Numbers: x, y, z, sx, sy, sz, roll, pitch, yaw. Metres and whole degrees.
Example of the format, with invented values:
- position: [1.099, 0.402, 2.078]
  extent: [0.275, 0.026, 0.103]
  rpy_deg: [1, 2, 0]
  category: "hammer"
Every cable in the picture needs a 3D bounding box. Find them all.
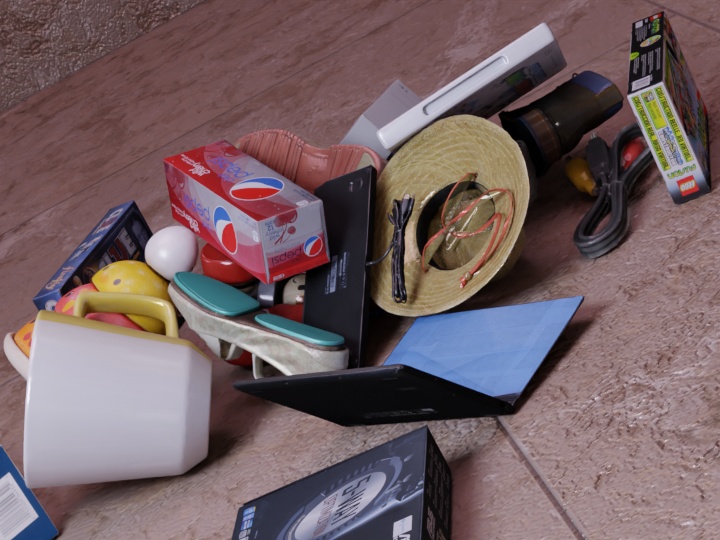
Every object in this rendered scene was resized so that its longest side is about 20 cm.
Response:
- position: [0.231, -0.070, 1.700]
  extent: [0.097, 0.051, 0.201]
  rpy_deg: [-19, 32, 14]
  category: "cable"

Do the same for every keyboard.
- position: [0.000, 0.000, 1.676]
  extent: [0.127, 0.021, 0.201]
  rpy_deg: [-18, 59, 39]
  category: "keyboard"

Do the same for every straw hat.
- position: [0.096, -0.032, 1.674]
  extent: [0.200, 0.085, 0.202]
  rpy_deg: [-25, 53, 37]
  category: "straw hat"

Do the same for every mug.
- position: [-0.203, 0.096, 1.628]
  extent: [0.152, 0.188, 0.150]
  rpy_deg: [4, -15, -4]
  category: "mug"

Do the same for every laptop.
- position: [0.039, 0.057, 1.494]
  extent: [0.186, 0.199, 0.117]
  rpy_deg: [-9, 67, 44]
  category: "laptop"

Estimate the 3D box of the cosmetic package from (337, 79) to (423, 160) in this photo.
- position: [-0.010, -0.102, 1.942]
  extent: [0.200, 0.051, 0.083]
  rpy_deg: [-50, 1, 43]
  category: "cosmetic package"

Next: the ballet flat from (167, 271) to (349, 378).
- position: [-0.098, 0.060, 1.658]
  extent: [0.199, 0.063, 0.067]
  rpy_deg: [23, 18, 34]
  category: "ballet flat"

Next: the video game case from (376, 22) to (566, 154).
- position: [0.109, -0.162, 1.789]
  extent: [0.181, 0.024, 0.200]
  rpy_deg: [-33, -6, 7]
  category: "video game case"

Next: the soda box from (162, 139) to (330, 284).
- position: [-0.106, -0.056, 1.732]
  extent: [0.070, 0.064, 0.200]
  rpy_deg: [-20, 28, -24]
  category: "soda box"

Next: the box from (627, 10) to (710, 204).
- position: [0.277, -0.150, 1.708]
  extent: [0.035, 0.111, 0.200]
  rpy_deg: [-21, 20, 18]
  category: "box"

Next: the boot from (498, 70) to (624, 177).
- position: [0.195, -0.143, 1.846]
  extent: [0.096, 0.075, 0.200]
  rpy_deg: [-29, 7, -2]
  category: "boot"

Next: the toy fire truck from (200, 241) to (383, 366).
- position: [-0.051, 0.007, 1.788]
  extent: [0.167, 0.113, 0.200]
  rpy_deg: [-3, 26, 13]
  category: "toy fire truck"

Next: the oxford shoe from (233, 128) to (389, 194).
- position: [-0.043, -0.087, 1.813]
  extent: [0.199, 0.074, 0.071]
  rpy_deg: [15, 85, 39]
  category: "oxford shoe"

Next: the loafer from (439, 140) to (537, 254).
- position: [0.076, -0.062, 1.771]
  extent: [0.199, 0.070, 0.070]
  rpy_deg: [-28, 41, -22]
  category: "loafer"

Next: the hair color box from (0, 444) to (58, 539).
- position: [-0.354, 0.199, 1.697]
  extent: [0.060, 0.100, 0.200]
  rpy_deg: [-38, 21, -25]
  category: "hair color box"

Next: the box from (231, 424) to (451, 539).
- position: [-0.017, 0.198, 1.314]
  extent: [0.159, 0.044, 0.200]
  rpy_deg: [-24, 19, 14]
  category: "box"

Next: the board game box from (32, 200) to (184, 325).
- position: [-0.246, 0.033, 1.925]
  extent: [0.034, 0.136, 0.200]
  rpy_deg: [-18, 21, 25]
  category: "board game box"

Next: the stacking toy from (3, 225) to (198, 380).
- position: [-0.222, 0.040, 1.771]
  extent: [0.200, 0.146, 0.146]
  rpy_deg: [-53, 20, 0]
  category: "stacking toy"
